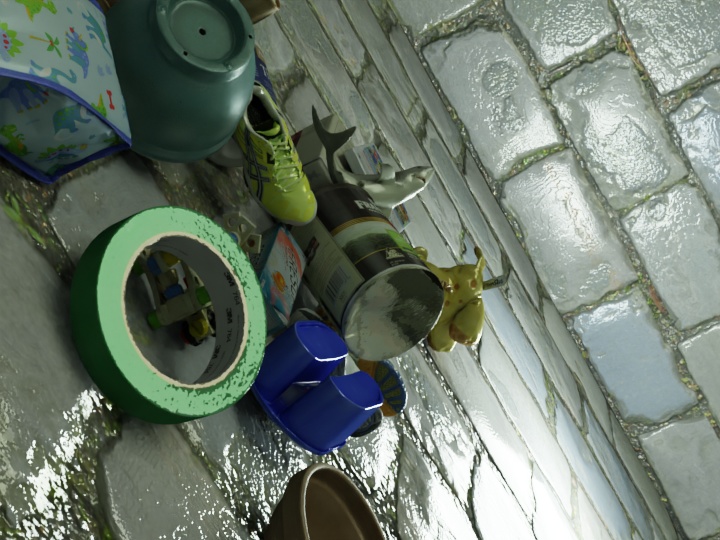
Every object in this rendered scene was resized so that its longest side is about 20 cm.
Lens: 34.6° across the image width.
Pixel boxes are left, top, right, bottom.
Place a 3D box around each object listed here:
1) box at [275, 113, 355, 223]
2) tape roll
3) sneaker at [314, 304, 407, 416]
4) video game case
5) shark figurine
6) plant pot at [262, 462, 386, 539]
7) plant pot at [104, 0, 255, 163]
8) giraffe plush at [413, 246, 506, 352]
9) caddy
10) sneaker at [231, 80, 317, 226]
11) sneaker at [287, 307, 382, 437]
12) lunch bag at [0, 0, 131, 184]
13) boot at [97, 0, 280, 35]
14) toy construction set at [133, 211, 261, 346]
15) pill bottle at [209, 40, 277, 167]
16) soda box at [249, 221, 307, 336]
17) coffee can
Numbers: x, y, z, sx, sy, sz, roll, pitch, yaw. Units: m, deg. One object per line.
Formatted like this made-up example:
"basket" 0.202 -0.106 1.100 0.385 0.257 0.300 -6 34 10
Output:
"box" -0.062 -0.127 1.712 0.129 0.108 0.200 59 18 -19
"tape roll" -0.177 0.042 1.092 0.199 0.048 0.203 18 65 -42
"sneaker" 0.007 0.113 1.626 0.201 0.075 0.088 58 17 -22
"video game case" 0.030 -0.124 1.763 0.144 0.018 0.200 63 12 -3
"shark figurine" -0.009 -0.135 1.610 0.213 0.129 0.090 24 16 -41
"plant pot" -0.043 0.305 1.169 0.202 0.092 0.202 55 19 -29
"plant pot" -0.196 -0.240 1.285 0.198 0.134 0.203 15 60 -28
"giraffe plush" 0.128 0.042 1.995 0.161 0.200 0.174 8 55 -34
"caddy" -0.060 0.140 1.340 0.142 0.105 0.200 50 10 12
"sneaker" -0.114 -0.143 1.432 0.201 0.075 0.076 61 -17 -13
"sneaker" -0.042 0.126 1.502 0.201 0.074 0.087 62 4 -29
"lunch bag" -0.312 -0.200 1.051 0.200 0.126 0.172 49 20 -65
"boot" -0.219 -0.350 1.416 0.176 0.198 0.066 61 17 -7
"toy construction set" -0.174 0.006 1.237 0.132 0.092 0.200 63 28 0
"pill bottle" -0.176 -0.249 1.549 0.111 0.110 0.202 36 32 -56
"soda box" -0.118 0.015 1.404 0.064 0.068 0.200 57 17 -19
"coffee can" 0.000 0.000 1.519 0.146 0.146 0.200 45 6 -46
